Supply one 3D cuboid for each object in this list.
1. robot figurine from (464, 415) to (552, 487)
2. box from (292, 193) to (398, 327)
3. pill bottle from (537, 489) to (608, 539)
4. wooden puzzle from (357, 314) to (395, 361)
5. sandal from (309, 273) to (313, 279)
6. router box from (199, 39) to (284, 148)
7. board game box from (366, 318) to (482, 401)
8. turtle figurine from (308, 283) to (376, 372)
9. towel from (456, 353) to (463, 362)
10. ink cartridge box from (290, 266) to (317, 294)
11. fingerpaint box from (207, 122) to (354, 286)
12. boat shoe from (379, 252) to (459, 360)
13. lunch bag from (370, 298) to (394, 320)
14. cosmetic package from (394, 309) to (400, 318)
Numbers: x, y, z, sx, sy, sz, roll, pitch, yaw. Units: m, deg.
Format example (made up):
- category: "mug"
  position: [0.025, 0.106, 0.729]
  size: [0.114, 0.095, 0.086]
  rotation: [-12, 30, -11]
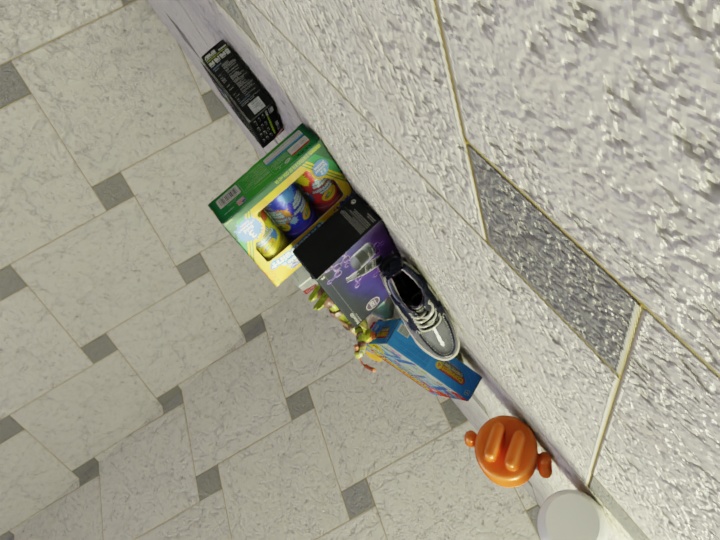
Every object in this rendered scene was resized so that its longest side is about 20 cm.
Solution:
- category: "robot figurine"
  position: [0.271, 0.336, 1.235]
  size: [0.200, 0.141, 0.119]
  rotation: [58, -166, -64]
- category: "box"
  position: [-0.009, -0.010, 1.127]
  size: [0.079, 0.140, 0.200]
  rotation: [48, 177, 32]
- category: "pill bottle"
  position: [0.351, 0.427, 1.114]
  size: [0.113, 0.112, 0.201]
  rotation: [49, 176, 30]
- category: "wooden puzzle"
  position: [0.088, 0.186, 1.596]
  size: [0.182, 0.047, 0.201]
  rotation: [26, 146, 3]
- category: "sandal"
  position: [-0.071, -0.074, 1.204]
  size: [0.044, 0.203, 0.076]
  rotation: [5, 141, 17]
- category: "router box"
  position: [-0.224, -0.335, 1.302]
  size: [0.151, 0.062, 0.200]
  rotation: [51, 177, 2]
- category: "board game box"
  position: [0.114, 0.176, 1.334]
  size: [0.198, 0.056, 0.196]
  rotation: [35, 167, -8]
- category: "turtle figurine"
  position: [-0.021, 0.097, 1.281]
  size: [0.161, 0.064, 0.201]
  rotation: [42, -165, -26]
- category: "towel"
  position: [0.147, 0.123, 1.357]
  size: [0.149, 0.036, 0.201]
  rotation: [49, 175, 32]
- category: "ink cartridge box"
  position: [-0.113, -0.031, 1.964]
  size: [0.083, 0.199, 0.146]
  rotation: [52, 177, 11]
- category: "fingerpaint box"
  position: [-0.114, -0.101, 1.083]
  size: [0.073, 0.199, 0.168]
  rotation: [46, 174, 45]
- category: "boat shoe"
  position: [0.097, 0.070, 1.069]
  size: [0.201, 0.074, 0.093]
  rotation: [53, -176, -10]
- category: "lunch bag"
  position: [0.000, 0.000, 1.325]
  size: [0.201, 0.121, 0.171]
  rotation: [53, 177, 17]
- category: "cosmetic package"
  position: [0.079, 0.085, 1.614]
  size: [0.201, 0.071, 0.101]
  rotation: [54, 175, -32]
